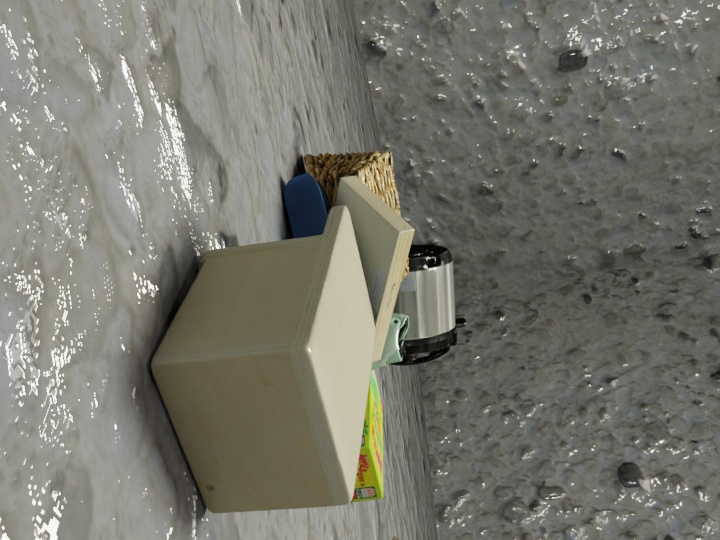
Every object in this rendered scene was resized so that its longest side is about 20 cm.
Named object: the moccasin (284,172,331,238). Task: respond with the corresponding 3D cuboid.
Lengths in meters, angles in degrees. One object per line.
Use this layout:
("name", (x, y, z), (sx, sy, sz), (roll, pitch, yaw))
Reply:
("moccasin", (-0.044, -0.022, 0.946), (0.068, 0.080, 0.202), (46, 36, -67))

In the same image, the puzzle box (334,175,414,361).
("puzzle box", (0.000, 0.000, 0.969), (0.133, 0.025, 0.201), (46, -45, 39))

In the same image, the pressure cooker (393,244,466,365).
("pressure cooker", (0.074, 0.064, 1.307), (0.178, 0.175, 0.202), (-14, 104, -45))

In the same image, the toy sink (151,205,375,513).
("toy sink", (-0.061, 0.056, 0.567), (0.201, 0.111, 0.131), (-79, 160, -58))

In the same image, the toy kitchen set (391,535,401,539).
("toy kitchen set", (0.092, 0.537, 1.104), (0.163, 0.199, 0.181), (-48, 146, -24))

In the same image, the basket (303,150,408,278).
("basket", (-0.031, -0.058, 1.098), (0.143, 0.148, 0.202), (-44, 130, -53))

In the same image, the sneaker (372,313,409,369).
("sneaker", (0.017, 0.065, 1.208), (0.074, 0.117, 0.202), (66, 15, -61))

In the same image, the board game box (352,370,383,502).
("board game box", (0.003, 0.237, 1.162), (0.201, 0.047, 0.102), (-88, 168, -59))
